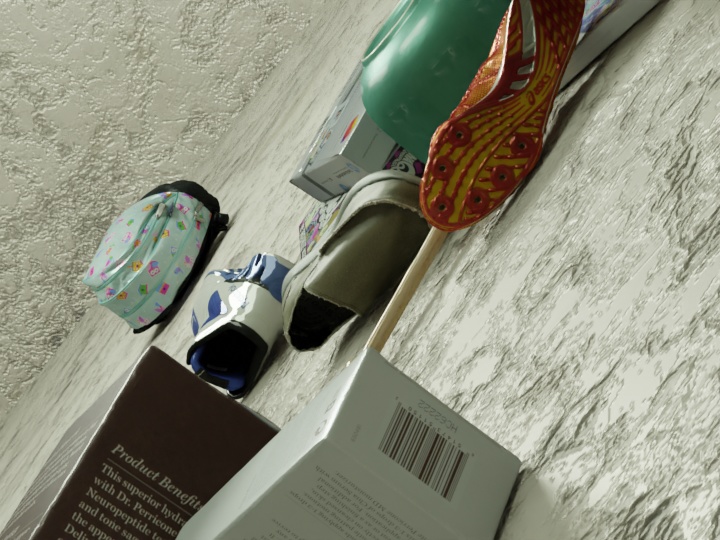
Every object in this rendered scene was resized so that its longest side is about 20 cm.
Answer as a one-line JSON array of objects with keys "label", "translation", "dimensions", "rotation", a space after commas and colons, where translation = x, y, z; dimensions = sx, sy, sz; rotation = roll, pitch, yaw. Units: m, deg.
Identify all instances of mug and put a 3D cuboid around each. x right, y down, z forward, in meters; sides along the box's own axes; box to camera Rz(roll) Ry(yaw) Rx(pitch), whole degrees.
[{"label": "mug", "translation": [0.072, -0.170, 1.693], "dimensions": [0.152, 0.114, 0.185], "rotation": [-50, 10, 22]}]

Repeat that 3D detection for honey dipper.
[{"label": "honey dipper", "translation": [0.043, -0.003, 1.508], "dimensions": [0.201, 0.038, 0.038], "rotation": [-61, 11, -16]}]

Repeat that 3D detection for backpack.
[{"label": "backpack", "translation": [-0.278, -0.015, 2.835], "dimensions": [0.167, 0.126, 0.201], "rotation": [-41, 19, 42]}]

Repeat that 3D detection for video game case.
[{"label": "video game case", "translation": [0.203, -0.229, 1.555], "dimensions": [0.143, 0.018, 0.201], "rotation": [-41, 17, 53]}, {"label": "video game case", "translation": [0.011, -0.079, 1.912], "dimensions": [0.182, 0.036, 0.200], "rotation": [-52, 10, 9]}]

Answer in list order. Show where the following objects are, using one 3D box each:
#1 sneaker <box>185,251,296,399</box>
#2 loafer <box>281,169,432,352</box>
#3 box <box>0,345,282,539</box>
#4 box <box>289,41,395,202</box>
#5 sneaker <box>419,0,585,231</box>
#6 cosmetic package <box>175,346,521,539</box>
[{"label": "sneaker", "translation": [-0.122, 0.058, 1.946], "dimensions": [0.115, 0.080, 0.199], "rotation": [-56, 11, -25]}, {"label": "loafer", "translation": [0.000, 0.000, 1.621], "dimensions": [0.200, 0.075, 0.070], "rotation": [-51, 20, 46]}, {"label": "box", "translation": [-0.128, 0.188, 1.255], "dimensions": [0.164, 0.165, 0.201], "rotation": [-41, 15, 55]}, {"label": "box", "translation": [0.011, -0.144, 1.881], "dimensions": [0.157, 0.041, 0.200], "rotation": [-61, 9, -12]}, {"label": "sneaker", "translation": [0.104, -0.111, 1.496], "dimensions": [0.201, 0.073, 0.077], "rotation": [-60, -6, -11]}, {"label": "cosmetic package", "translation": [-0.019, 0.138, 1.098], "dimensions": [0.200, 0.101, 0.071], "rotation": [-45, 12, 41]}]
